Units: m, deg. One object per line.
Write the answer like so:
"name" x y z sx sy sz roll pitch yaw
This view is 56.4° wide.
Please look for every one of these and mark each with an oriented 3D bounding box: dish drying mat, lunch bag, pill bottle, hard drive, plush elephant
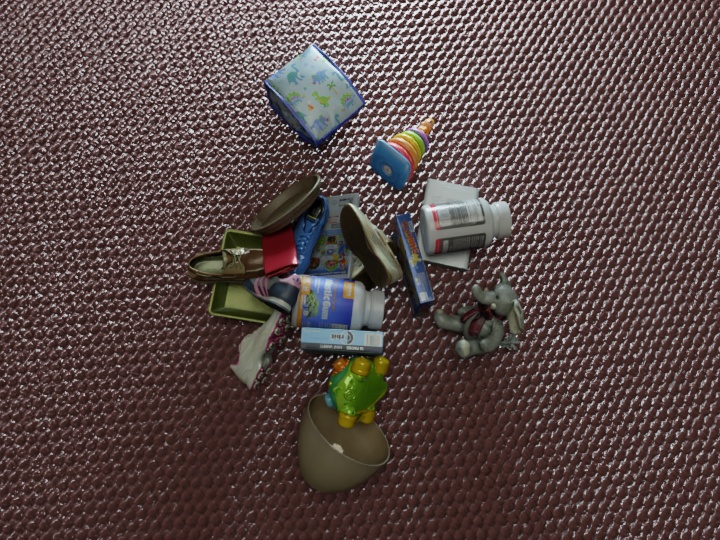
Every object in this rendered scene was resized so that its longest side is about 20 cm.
"dish drying mat" -0.176 -0.046 1.456 0.075 0.201 0.019 -22 119 2
"lunch bag" -0.108 -0.413 1.626 0.169 0.128 0.200 -41 69 -12
"pill bottle" 0.239 -0.103 1.526 0.194 0.111 0.114 -7 74 -4
"pill bottle" -0.048 0.075 1.454 0.194 0.112 0.115 6 74 -3
"hard drive" 0.205 -0.109 1.598 0.128 0.026 0.205 11 74 2
"plush elephant" 0.282 0.092 1.468 0.194 0.166 0.159 7 114 -15

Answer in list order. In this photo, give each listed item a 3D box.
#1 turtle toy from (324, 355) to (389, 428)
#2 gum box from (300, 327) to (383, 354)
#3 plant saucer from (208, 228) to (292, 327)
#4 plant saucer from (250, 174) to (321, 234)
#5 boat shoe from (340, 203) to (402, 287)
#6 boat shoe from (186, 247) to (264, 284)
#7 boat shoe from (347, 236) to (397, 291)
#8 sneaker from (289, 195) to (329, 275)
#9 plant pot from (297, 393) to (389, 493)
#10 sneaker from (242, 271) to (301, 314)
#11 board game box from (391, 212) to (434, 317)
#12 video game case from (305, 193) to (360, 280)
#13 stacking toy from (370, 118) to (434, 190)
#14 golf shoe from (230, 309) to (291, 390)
"turtle toy" -0.006 0.240 1.411 0.099 0.198 0.150 20 97 31
"gum box" -0.038 0.154 1.426 0.165 0.200 0.046 3 80 0
"plant saucer" -0.232 0.022 1.540 0.194 0.048 0.205 9 74 1
"plant saucer" -0.166 -0.146 1.530 0.199 0.199 0.030 -41 111 -11
"boat shoe" 0.024 -0.059 1.478 0.064 0.072 0.203 -18 70 -44
"boat shoe" -0.288 -0.012 1.484 0.194 0.074 0.078 -10 74 -4
"boat shoe" 0.000 0.000 1.547 0.201 0.072 0.065 -49 43 -2
"sneaker" -0.126 -0.077 1.506 0.064 0.079 0.204 22 76 3
"plant pot" -0.056 0.376 1.386 0.199 0.200 0.136 37 107 9
"sneaker" -0.183 0.034 1.427 0.070 0.198 0.083 36 79 -35
"board game box" 0.115 -0.009 1.511 0.034 0.136 0.205 -13 75 -6
"video game case" -0.074 -0.074 1.552 0.140 0.018 0.206 -4 70 28
"stacking toy" 0.122 -0.302 1.625 0.109 0.117 0.200 38 63 9
"golf shoe" -0.221 0.157 1.466 0.090 0.075 0.204 29 98 19
